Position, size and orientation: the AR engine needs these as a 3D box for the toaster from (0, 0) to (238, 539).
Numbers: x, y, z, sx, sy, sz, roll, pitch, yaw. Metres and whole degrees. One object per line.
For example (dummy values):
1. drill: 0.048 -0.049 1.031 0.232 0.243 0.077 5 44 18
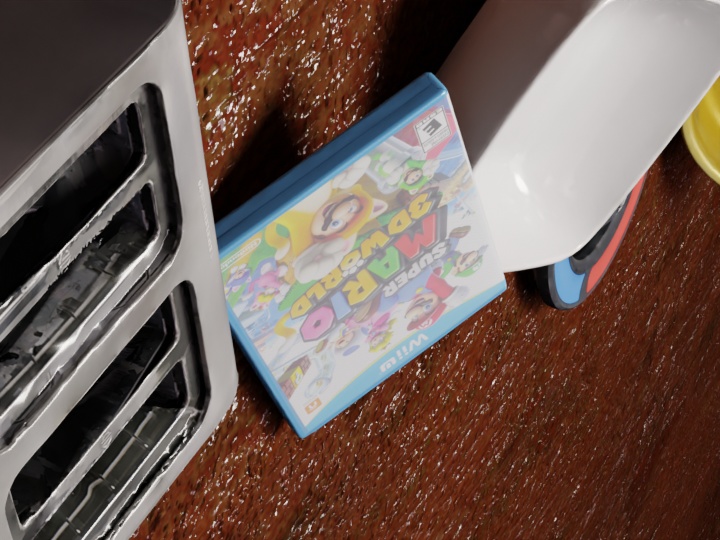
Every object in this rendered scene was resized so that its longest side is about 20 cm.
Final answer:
1. toaster: -0.131 0.009 0.552 0.200 0.119 0.181 -52 151 -37

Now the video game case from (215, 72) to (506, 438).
1. video game case: 0.000 0.000 0.898 0.143 0.018 0.200 -36 150 -7

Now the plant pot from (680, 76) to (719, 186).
1. plant pot: 0.379 -0.183 1.509 0.201 0.201 0.189 86 16 -45

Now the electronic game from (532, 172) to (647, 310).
1. electronic game: 0.175 -0.066 1.306 0.200 0.042 0.200 -49 149 -43

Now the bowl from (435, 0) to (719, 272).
1. bowl: 0.105 -0.094 1.000 0.200 0.075 0.200 -6 136 -55
